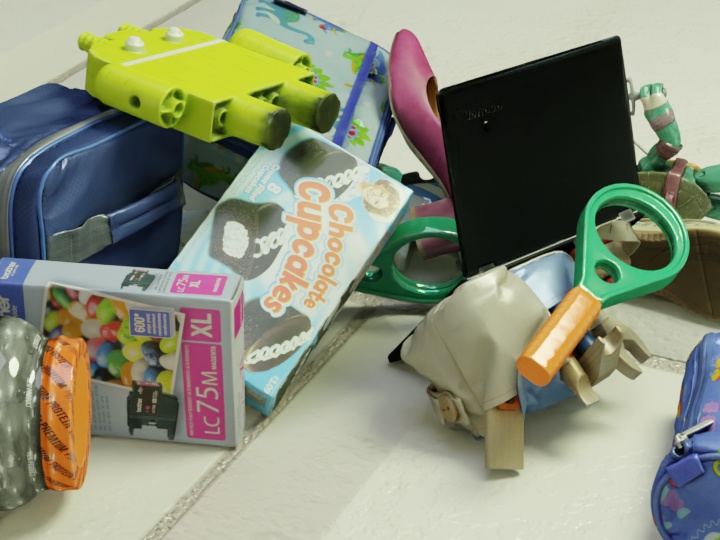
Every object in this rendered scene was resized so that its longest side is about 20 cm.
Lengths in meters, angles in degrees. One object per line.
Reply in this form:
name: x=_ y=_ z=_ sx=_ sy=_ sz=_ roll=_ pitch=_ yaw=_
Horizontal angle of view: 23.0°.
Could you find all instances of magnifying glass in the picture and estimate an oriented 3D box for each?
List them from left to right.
magnifying glass: x=0.000 y=0.000 z=1.358 sx=0.198 sy=0.080 sz=0.023 roll=-6 pitch=47 yaw=9
magnifying glass: x=0.160 y=0.009 z=1.189 sx=0.079 sy=0.022 sz=0.200 roll=37 pitch=47 yaw=6

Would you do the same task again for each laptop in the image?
laptop: x=0.106 y=-0.050 z=1.295 sx=0.186 sy=0.200 sz=0.117 roll=-20 pitch=72 yaw=-36

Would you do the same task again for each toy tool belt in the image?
toy tool belt: x=0.135 y=0.058 z=1.232 sx=0.199 sy=0.125 sz=0.124 roll=-22 pitch=74 yaw=-34

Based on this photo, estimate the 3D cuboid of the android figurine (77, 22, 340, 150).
android figurine: x=-0.118 y=-0.141 z=1.297 sx=0.199 sy=0.041 sz=0.181 roll=25 pitch=29 yaw=29

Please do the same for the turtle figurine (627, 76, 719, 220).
turtle figurine: x=0.272 y=-0.080 z=1.503 sx=0.198 sy=0.150 sz=0.101 roll=13 pitch=68 yaw=17

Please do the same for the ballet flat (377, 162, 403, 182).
ballet flat: x=-0.047 y=-0.037 z=1.454 sx=0.199 sy=0.075 sz=0.074 roll=-15 pitch=30 yaw=-37

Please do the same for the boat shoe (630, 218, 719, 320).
boat shoe: x=0.258 y=-0.010 z=1.390 sx=0.198 sy=0.074 sz=0.063 roll=13 pitch=24 yaw=30

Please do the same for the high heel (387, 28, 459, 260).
high heel: x=0.079 y=-0.108 z=1.405 sx=0.095 sy=0.202 sz=0.067 roll=-14 pitch=-16 yaw=14

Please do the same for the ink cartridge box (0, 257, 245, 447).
ink cartridge box: x=-0.177 y=0.054 z=1.190 sx=0.198 sy=0.120 sz=0.042 roll=6 pitch=31 yaw=8

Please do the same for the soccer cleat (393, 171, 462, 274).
soccer cleat: x=0.117 y=-0.035 z=1.438 sx=0.198 sy=0.070 sz=0.087 roll=-4 pitch=63 yaw=8

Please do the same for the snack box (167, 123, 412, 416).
snack box: x=-0.060 y=-0.007 z=1.272 sx=0.116 sy=0.037 sz=0.201 roll=30 pitch=62 yaw=7

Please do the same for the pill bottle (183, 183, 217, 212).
pill bottle: x=-0.080 y=-0.122 z=1.557 sx=0.113 sy=0.115 sz=0.200 roll=17 pitch=31 yaw=30

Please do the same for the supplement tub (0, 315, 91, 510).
supplement tub: x=-0.274 y=0.089 z=1.115 sx=0.198 sy=0.124 sz=0.123 roll=1 pitch=26 yaw=-1

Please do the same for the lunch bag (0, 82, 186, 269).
lunch bag: x=-0.207 y=-0.048 z=1.281 sx=0.131 sy=0.137 sz=0.200 roll=16 pitch=28 yaw=26

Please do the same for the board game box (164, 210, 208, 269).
board game box: x=-0.203 y=0.018 z=1.349 sx=0.198 sy=0.044 sz=0.199 roll=-4 pitch=28 yaw=-9

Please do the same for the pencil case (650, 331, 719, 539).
pencil case: x=0.236 y=0.107 z=1.141 sx=0.078 sy=0.087 sz=0.200 roll=-25 pitch=14 yaw=27

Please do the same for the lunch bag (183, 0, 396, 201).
lunch bag: x=-0.052 y=-0.126 z=1.426 sx=0.160 sy=0.083 sz=0.201 roll=25 pitch=42 yaw=-3
